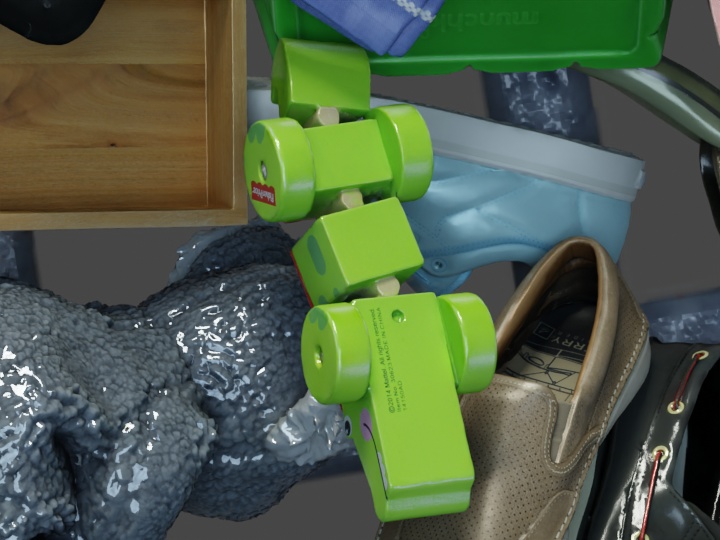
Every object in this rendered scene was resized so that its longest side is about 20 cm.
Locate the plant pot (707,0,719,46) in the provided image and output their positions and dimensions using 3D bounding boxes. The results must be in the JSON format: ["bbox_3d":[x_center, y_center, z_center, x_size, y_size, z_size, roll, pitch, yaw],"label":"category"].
[{"bbox_3d":[0.222,-0.127,1.057,0.199,0.195,0.202,0,96,-1],"label":"plant pot"}]

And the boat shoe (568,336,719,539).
[{"bbox_3d":[0.123,0.116,1.094,0.063,0.074,0.202,-6,53,25],"label":"boat shoe"}]

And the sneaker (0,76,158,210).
[{"bbox_3d":[-0.190,-0.053,1.090,0.199,0.115,0.076,7,91,-25],"label":"sneaker"}]

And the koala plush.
[{"bbox_3d":[-0.077,0.058,1.076,0.199,0.177,0.185,-23,126,-17],"label":"koala plush"}]

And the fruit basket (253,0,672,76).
[{"bbox_3d":[0.041,-0.191,1.095,0.214,0.156,0.217,-1,52,1],"label":"fruit basket"}]

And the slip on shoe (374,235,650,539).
[{"bbox_3d":[0.060,0.068,1.054,0.076,0.200,0.061,15,137,28],"label":"slip on shoe"}]

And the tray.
[{"bbox_3d":[-0.142,-0.065,1.028,0.199,0.037,0.099,-2,94,-25],"label":"tray"}]

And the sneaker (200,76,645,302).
[{"bbox_3d":[0.020,-0.030,1.118,0.199,0.074,0.083,12,93,-8],"label":"sneaker"}]

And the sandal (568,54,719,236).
[{"bbox_3d":[0.164,-0.034,1.127,0.200,0.080,0.058,32,90,5],"label":"sandal"}]

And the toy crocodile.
[{"bbox_3d":[0.000,0.000,1.017,0.067,0.062,0.201,-10,72,-24],"label":"toy crocodile"}]

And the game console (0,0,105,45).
[{"bbox_3d":[-0.131,-0.217,0.979,0.175,0.117,0.201,28,111,-11],"label":"game console"}]

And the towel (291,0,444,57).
[{"bbox_3d":[0.010,-0.190,0.971,0.144,0.024,0.200,33,111,-13],"label":"towel"}]
